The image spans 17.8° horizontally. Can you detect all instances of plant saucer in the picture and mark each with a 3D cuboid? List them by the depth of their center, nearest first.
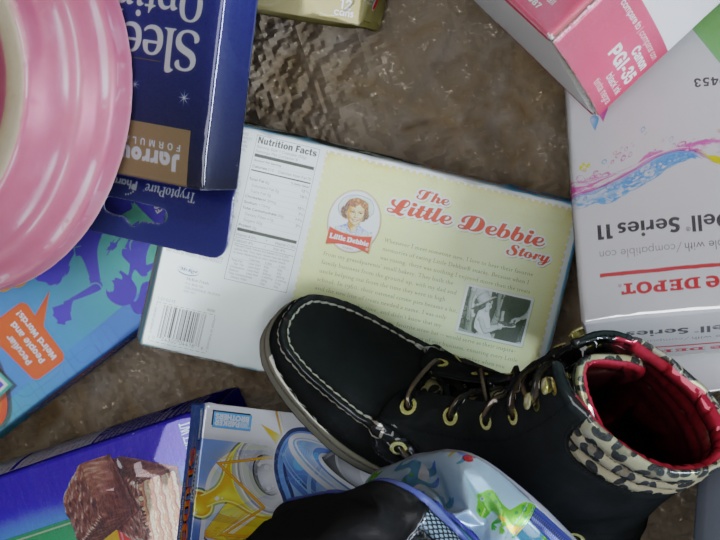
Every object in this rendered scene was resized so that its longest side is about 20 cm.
[{"bbox_3d":[-0.200,-0.089,1.099,0.200,0.051,0.202,1,92,34],"label":"plant saucer"}]

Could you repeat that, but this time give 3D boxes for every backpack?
[{"bbox_3d":[0.038,0.182,1.005,0.147,0.183,0.200,-42,96,-24],"label":"backpack"}]

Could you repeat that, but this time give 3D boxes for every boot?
[{"bbox_3d":[0.060,0.055,1.035,0.203,0.154,0.074,36,59,0],"label":"boot"}]

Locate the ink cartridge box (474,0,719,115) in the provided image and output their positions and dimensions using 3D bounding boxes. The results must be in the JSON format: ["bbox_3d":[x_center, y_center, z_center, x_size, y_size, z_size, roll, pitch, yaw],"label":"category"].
[{"bbox_3d":[0.129,-0.195,1.057,0.200,0.083,0.147,-42,58,1],"label":"ink cartridge box"}]

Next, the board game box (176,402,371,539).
[{"bbox_3d":[0.010,0.142,1.113,0.199,0.034,0.136,7,85,-15],"label":"board game box"}]

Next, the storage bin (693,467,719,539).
[{"bbox_3d":[0.220,0.148,1.054,0.145,0.200,0.135,-5,80,39],"label":"storage bin"}]

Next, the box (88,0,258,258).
[{"bbox_3d":[-0.105,-0.112,1.084,0.121,0.032,0.201,12,100,33],"label":"box"}]

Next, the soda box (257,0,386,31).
[{"bbox_3d":[-0.084,-0.169,1.145,0.199,0.064,0.068,11,95,9],"label":"soda box"}]

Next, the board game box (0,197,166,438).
[{"bbox_3d":[-0.183,-0.009,1.180,0.200,0.045,0.152,-37,87,10],"label":"board game box"}]

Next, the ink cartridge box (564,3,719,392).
[{"bbox_3d":[0.158,-0.024,1.073,0.117,0.067,0.201,-5,70,8],"label":"ink cartridge box"}]

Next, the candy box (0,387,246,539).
[{"bbox_3d":[-0.133,0.172,1.166,0.199,0.077,0.170,-19,91,11],"label":"candy box"}]

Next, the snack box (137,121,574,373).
[{"bbox_3d":[0.000,0.000,1.129,0.199,0.037,0.117,13,96,-7],"label":"snack box"}]
